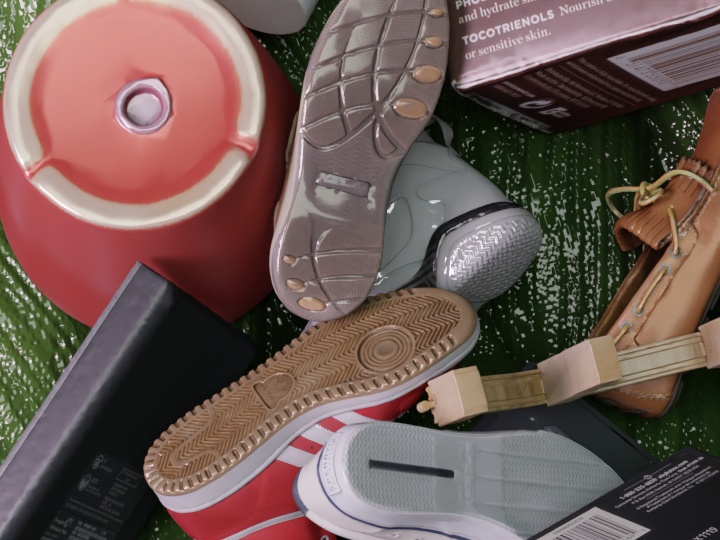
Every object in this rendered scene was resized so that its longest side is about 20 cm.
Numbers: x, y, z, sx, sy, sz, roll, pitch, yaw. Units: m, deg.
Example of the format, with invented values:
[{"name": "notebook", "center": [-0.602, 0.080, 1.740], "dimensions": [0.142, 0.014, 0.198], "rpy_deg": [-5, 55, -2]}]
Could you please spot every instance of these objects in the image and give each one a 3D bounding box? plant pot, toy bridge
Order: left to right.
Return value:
[{"name": "plant pot", "center": [-0.120, -0.072, 1.328], "dimensions": [0.199, 0.177, 0.201], "rpy_deg": [0, 79, -1]}, {"name": "toy bridge", "center": [0.119, 0.057, 1.295], "dimensions": [0.199, 0.067, 0.027], "rpy_deg": [-10, 80, -26]}]

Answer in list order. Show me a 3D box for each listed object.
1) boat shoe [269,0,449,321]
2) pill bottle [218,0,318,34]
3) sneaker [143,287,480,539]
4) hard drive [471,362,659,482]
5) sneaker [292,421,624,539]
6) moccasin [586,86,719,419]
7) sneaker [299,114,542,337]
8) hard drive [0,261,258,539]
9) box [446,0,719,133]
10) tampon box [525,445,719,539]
[{"name": "boat shoe", "center": [-0.007, -0.074, 1.290], "dimensions": [0.075, 0.072, 0.201], "rpy_deg": [20, 93, -11]}, {"name": "pill bottle", "center": [-0.029, -0.243, 1.380], "dimensions": [0.112, 0.112, 0.201], "rpy_deg": [23, 69, 4]}, {"name": "sneaker", "center": [-0.012, 0.095, 1.304], "dimensions": [0.200, 0.113, 0.071], "rpy_deg": [-30, 42, -2]}, {"name": "hard drive", "center": [0.088, 0.167, 1.313], "dimensions": [0.139, 0.033, 0.200], "rpy_deg": [39, 66, 7]}, {"name": "sneaker", "center": [0.056, 0.119, 1.265], "dimensions": [0.199, 0.071, 0.073], "rpy_deg": [17, 68, -27]}, {"name": "moccasin", "center": [0.178, -0.016, 1.377], "dimensions": [0.077, 0.074, 0.202], "rpy_deg": [24, 89, -6]}, {"name": "sneaker", "center": [0.000, 0.000, 1.370], "dimensions": [0.200, 0.075, 0.115], "rpy_deg": [-38, 65, 8]}, {"name": "hard drive", "center": [-0.141, 0.102, 1.302], "dimensions": [0.033, 0.140, 0.200], "rpy_deg": [32, 86, 24]}, {"name": "box", "center": [0.135, -0.203, 1.338], "dimensions": [0.164, 0.166, 0.201], "rpy_deg": [-16, 78, 23]}, {"name": "tampon box", "center": [0.175, 0.222, 1.228], "dimensions": [0.150, 0.126, 0.201], "rpy_deg": [-23, 121, -39]}]
